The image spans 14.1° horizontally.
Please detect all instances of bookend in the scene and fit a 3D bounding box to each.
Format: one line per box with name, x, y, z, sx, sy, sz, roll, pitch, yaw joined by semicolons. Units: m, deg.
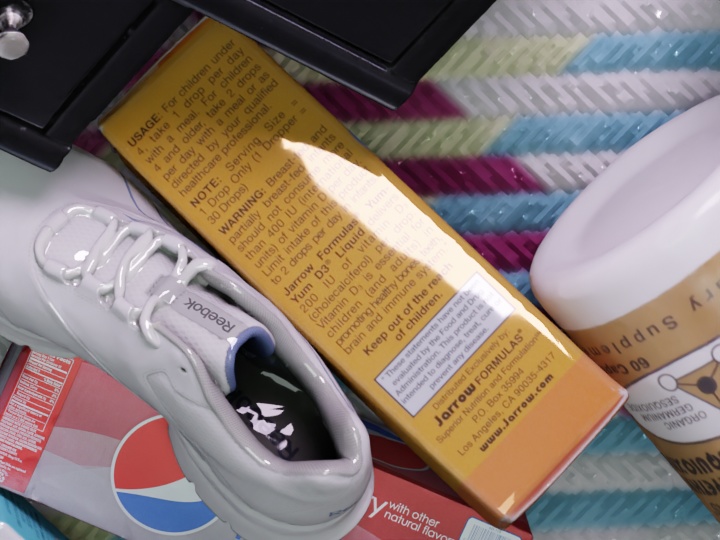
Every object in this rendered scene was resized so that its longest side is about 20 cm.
bookend;-0.057;-0.102;0.938;0.198;0.092;0.200;26;126;-32

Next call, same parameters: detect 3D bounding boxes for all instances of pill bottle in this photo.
pill bottle;0.163;0.043;1.049;0.114;0.114;0.200;-39;103;7

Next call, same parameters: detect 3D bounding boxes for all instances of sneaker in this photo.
sneaker;-0.067;0.011;0.987;0.200;0.087;0.075;38;71;0

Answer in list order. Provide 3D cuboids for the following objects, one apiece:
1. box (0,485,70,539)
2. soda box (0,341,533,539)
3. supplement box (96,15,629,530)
box;-0.098;0.169;1.079;0.082;0.049;0.200;-41;116;5
soda box;-0.040;0.076;1.069;0.200;0.070;0.064;24;101;-8
supplement box;0.000;0.000;1.022;0.200;0.067;0.069;42;85;5
